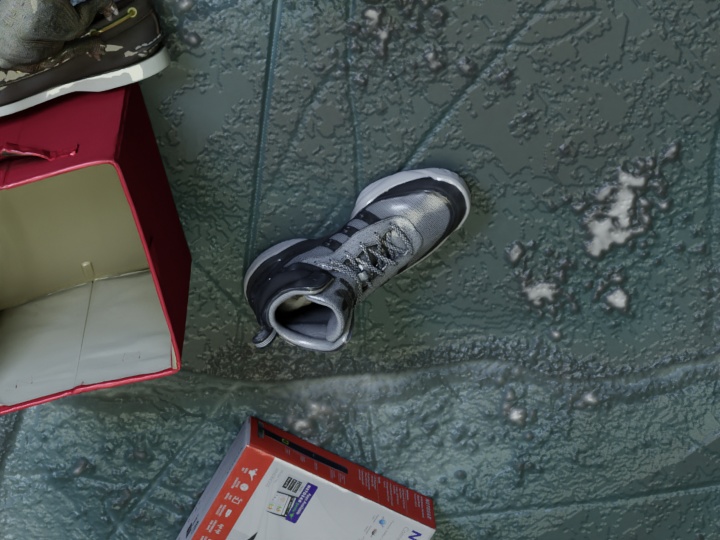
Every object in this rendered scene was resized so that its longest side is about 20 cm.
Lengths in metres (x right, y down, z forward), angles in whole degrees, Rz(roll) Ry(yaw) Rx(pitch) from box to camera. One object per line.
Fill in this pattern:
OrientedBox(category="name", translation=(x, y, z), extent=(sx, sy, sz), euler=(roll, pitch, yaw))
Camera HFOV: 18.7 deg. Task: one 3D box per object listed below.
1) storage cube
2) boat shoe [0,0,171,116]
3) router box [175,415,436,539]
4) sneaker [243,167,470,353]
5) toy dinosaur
OrientedBox(category="storage cube", translation=(-0.230, -0.024, 1.632), extent=(0.169, 0.180, 0.201), euler=(-13, 115, 5))
OrientedBox(category="boat shoe", translation=(-0.245, -0.157, 1.629), extent=(0.200, 0.072, 0.061), euler=(-16, 112, -1))
OrientedBox(category="router box", translation=(-0.061, 0.244, 1.841), extent=(0.178, 0.049, 0.201), euler=(25, 113, -13))
OrientedBox(category="sneaker", translation=(0.000, 0.000, 1.686), extent=(0.199, 0.114, 0.076), euler=(-28, 114, 12))
OrientedBox(category="toy dinosaur", translation=(-0.223, -0.177, 1.530), extent=(0.077, 0.102, 0.200), euler=(57, 139, 2))
